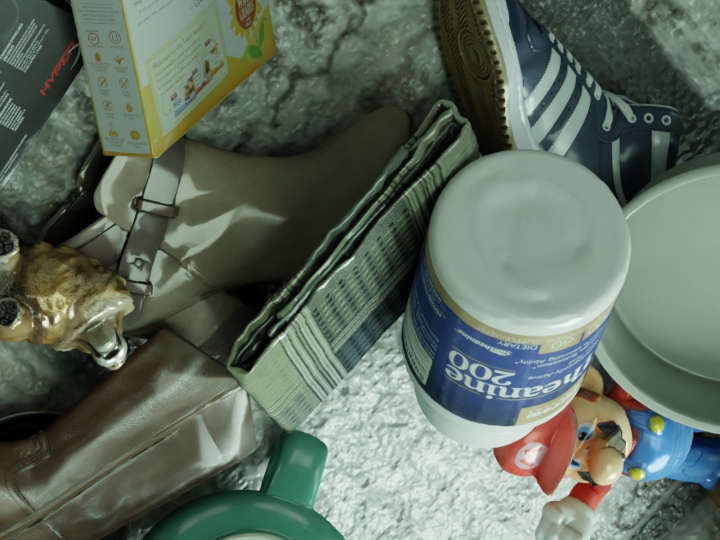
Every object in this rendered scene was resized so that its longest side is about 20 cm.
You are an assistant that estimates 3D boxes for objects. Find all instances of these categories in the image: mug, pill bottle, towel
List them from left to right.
[{"bbox_3d":[-0.072,0.189,1.597,0.152,0.114,0.185,-11,77,-12],"label":"mug"},{"bbox_3d":[0.000,0.000,1.546,0.035,0.200,0.193,41,84,13],"label":"towel"},{"bbox_3d":[0.082,0.025,1.558,0.111,0.111,0.200,-18,156,-15],"label":"pill bottle"}]

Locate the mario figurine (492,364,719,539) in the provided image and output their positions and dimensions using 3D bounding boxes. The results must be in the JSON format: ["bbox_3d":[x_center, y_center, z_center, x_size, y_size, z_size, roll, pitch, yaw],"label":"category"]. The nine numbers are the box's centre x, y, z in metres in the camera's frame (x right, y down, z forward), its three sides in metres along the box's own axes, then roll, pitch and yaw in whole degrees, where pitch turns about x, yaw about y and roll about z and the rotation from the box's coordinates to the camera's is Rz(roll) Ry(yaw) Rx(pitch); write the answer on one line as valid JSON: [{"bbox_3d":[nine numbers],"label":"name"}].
[{"bbox_3d":[0.173,0.113,1.698,0.200,0.106,0.123,4,79,-32],"label":"mario figurine"}]

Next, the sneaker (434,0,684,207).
[{"bbox_3d":[0.119,-0.108,1.605,0.108,0.070,0.200,-28,114,-18],"label":"sneaker"}]

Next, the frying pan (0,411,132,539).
[{"bbox_3d":[-0.224,0.142,1.589,0.190,0.031,0.115,-14,111,-4],"label":"frying pan"}]

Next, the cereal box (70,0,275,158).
[{"bbox_3d":[-0.106,-0.178,1.449,0.144,0.040,0.200,-45,133,-51],"label":"cereal box"}]

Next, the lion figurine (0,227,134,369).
[{"bbox_3d":[-0.222,0.029,1.466,0.200,0.122,0.072,-10,80,0],"label":"lion figurine"}]

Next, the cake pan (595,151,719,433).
[{"bbox_3d":[0.229,0.010,1.603,0.200,0.037,0.200,5,127,6],"label":"cake pan"}]

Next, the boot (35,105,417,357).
[{"bbox_3d":[-0.080,-0.043,1.549,0.146,0.070,0.200,34,96,-29],"label":"boot"}]

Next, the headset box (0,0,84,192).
[{"bbox_3d":[-0.261,-0.120,1.434,0.200,0.077,0.149,29,99,-29],"label":"headset box"}]

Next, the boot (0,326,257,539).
[{"bbox_3d":[-0.172,0.080,1.533,0.200,0.064,0.186,-34,123,2],"label":"boot"}]
